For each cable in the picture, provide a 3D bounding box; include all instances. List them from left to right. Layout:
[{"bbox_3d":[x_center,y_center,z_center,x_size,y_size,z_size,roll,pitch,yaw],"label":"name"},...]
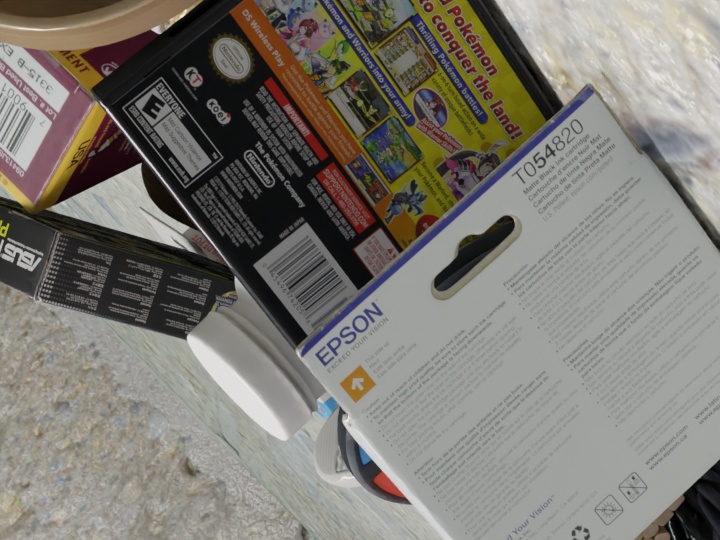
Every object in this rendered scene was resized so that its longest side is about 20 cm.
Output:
[{"bbox_3d":[0.224,0.197,1.279,0.163,0.051,0.200,63,-170,-79],"label":"cable"}]

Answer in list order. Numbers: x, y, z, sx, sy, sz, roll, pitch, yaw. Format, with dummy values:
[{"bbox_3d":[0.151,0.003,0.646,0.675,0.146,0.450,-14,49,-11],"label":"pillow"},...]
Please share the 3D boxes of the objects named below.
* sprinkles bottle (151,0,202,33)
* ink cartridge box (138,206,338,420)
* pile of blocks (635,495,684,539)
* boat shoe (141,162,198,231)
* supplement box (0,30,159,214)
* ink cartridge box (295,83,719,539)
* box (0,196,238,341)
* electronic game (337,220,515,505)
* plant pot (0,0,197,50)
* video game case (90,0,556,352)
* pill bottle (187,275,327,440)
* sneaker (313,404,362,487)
[{"bbox_3d":[-0.028,-0.120,1.124,0.200,0.068,0.068,30,167,2],"label":"sprinkles bottle"},{"bbox_3d":[-0.061,0.016,1.511,0.200,0.068,0.115,52,168,-30],"label":"ink cartridge box"},{"bbox_3d":[0.148,0.138,1.273,0.062,0.082,0.200,-126,35,-52],"label":"pile of blocks"},{"bbox_3d":[-0.046,-0.041,1.332,0.200,0.065,0.071,29,140,24],"label":"boat shoe"},{"bbox_3d":[-0.161,-0.138,1.282,0.131,0.200,0.103,43,127,10],"label":"supplement box"},{"bbox_3d":[0.093,0.043,1.038,0.200,0.200,0.041,51,172,-20],"label":"ink cartridge box"},{"bbox_3d":[-0.149,0.002,1.304,0.200,0.044,0.160,17,-177,-39],"label":"box"},{"bbox_3d":[0.076,0.048,1.115,0.042,0.200,0.200,50,172,36],"label":"electronic game"},{"bbox_3d":[-0.126,-0.188,1.054,0.201,0.201,0.093,40,173,27],"label":"plant pot"},{"bbox_3d":[-0.005,-0.069,1.051,0.200,0.181,0.026,53,176,-27],"label":"video game case"},{"bbox_3d":[0.000,0.000,1.210,0.109,0.200,0.109,44,167,13],"label":"pill bottle"},{"bbox_3d":[0.077,0.098,1.302,0.118,0.200,0.074,50,-164,-44],"label":"sneaker"}]
